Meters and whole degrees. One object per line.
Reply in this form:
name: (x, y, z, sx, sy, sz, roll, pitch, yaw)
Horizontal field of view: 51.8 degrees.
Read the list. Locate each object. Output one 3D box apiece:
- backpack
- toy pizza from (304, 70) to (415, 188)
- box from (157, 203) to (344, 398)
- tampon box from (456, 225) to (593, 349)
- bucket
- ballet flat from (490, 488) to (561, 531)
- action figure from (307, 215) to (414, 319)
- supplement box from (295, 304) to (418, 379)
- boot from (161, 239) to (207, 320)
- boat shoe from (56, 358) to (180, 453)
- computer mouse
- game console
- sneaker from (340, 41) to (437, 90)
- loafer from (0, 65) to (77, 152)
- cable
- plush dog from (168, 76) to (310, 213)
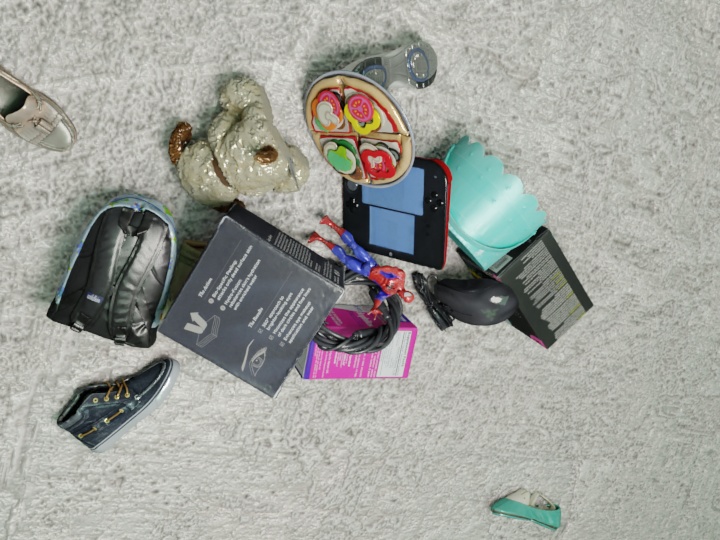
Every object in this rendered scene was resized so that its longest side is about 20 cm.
backpack: (-0.346, -0.013, 1.087, 0.162, 0.154, 0.201, 17, 115, -10)
toy pizza: (-0.008, -0.206, 1.126, 0.032, 0.199, 0.201, -49, 125, -36)
box: (-0.155, 0.042, 1.087, 0.199, 0.117, 0.197, 32, 102, -9)
tampon box: (0.300, 0.014, 1.358, 0.126, 0.150, 0.200, -41, 119, -5)
bucket: (0.196, -0.108, 1.245, 0.135, 0.207, 0.207, -45, 120, 4)
ballet flat: (0.367, 0.521, 1.636, 0.199, 0.067, 0.071, 23, 75, -28)
action figure: (0.000, 0.000, 1.204, 0.200, 0.099, 0.065, 35, 118, 0)
supplement box: (-0.014, 0.124, 1.294, 0.199, 0.101, 0.104, 4, 108, -25)
boot: (-0.215, 0.043, 1.194, 0.199, 0.073, 0.156, 19, 103, -20)
boat shoe: (-0.385, 0.201, 1.182, 0.200, 0.071, 0.091, -44, 124, 0)
computer mouse: (0.183, 0.064, 1.302, 0.053, 0.199, 0.139, -52, 122, -34)
game console: (0.054, -0.103, 1.195, 0.031, 0.199, 0.178, -22, 121, -51)
sneaker: (0.041, -0.319, 1.169, 0.199, 0.087, 0.075, -19, 115, -36)
loafer: (-0.469, -0.227, 0.990, 0.072, 0.063, 0.200, -47, 120, 0)
cable: (-0.014, 0.072, 1.221, 0.163, 0.200, 0.051, 30, 131, -5)
plush dog: (-0.191, -0.158, 1.103, 0.171, 0.161, 0.200, -24, 118, 17)
